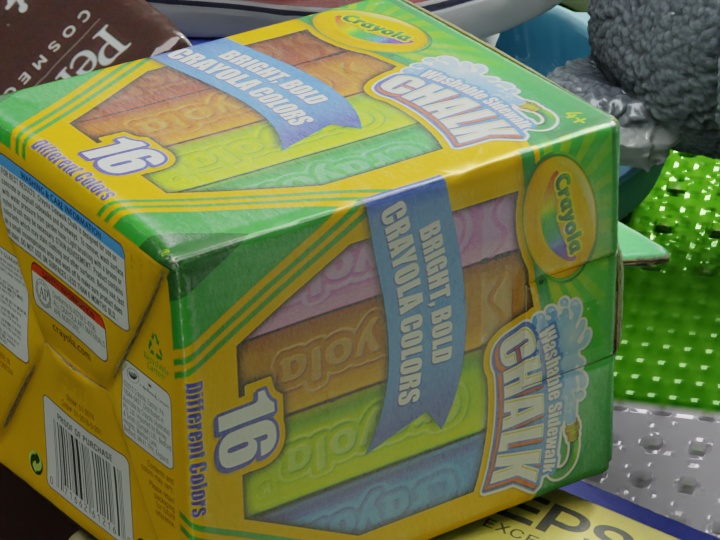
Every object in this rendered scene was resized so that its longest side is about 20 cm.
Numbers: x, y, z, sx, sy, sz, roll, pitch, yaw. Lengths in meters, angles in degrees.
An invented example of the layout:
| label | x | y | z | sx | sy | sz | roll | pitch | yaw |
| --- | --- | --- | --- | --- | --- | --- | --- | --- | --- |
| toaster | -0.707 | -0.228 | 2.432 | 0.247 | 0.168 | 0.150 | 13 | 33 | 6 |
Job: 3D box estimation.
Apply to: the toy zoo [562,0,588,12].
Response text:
| label | x | y | z | sx | sy | sz | roll | pitch | yaw |
| --- | --- | --- | --- | --- | --- | --- | --- | --- | --- |
| toy zoo | 0.160 | -0.168 | 1.187 | 0.131 | 0.020 | 0.200 | 31 | 60 | 35 |

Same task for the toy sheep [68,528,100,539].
| label | x | y | z | sx | sy | sz | roll | pitch | yaw |
| --- | --- | --- | --- | --- | --- | --- | --- | --- | --- |
| toy sheep | -0.056 | 0.162 | 0.842 | 0.200 | 0.138 | 0.138 | 19 | 50 | 2 |

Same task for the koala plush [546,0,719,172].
| label | x | y | z | sx | sy | sz | roll | pitch | yaw |
| --- | --- | --- | --- | --- | --- | --- | --- | --- | --- |
| koala plush | 0.155 | -0.078 | 0.978 | 0.200 | 0.184 | 0.177 | 25 | 79 | 43 |

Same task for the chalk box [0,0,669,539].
| label | x | y | z | sx | sy | sz | roll | pitch | yaw |
| --- | --- | --- | --- | --- | --- | --- | --- | --- | --- |
| chalk box | 0.000 | 0.000 | 0.860 | 0.200 | 0.124 | 0.124 | -19 | 32 | -30 |

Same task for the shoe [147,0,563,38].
| label | x | y | z | sx | sy | sz | roll | pitch | yaw |
| --- | --- | --- | --- | --- | --- | --- | --- | --- | --- |
| shoe | -0.017 | -0.139 | 1.067 | 0.200 | 0.091 | 0.072 | 3 | 40 | 30 |

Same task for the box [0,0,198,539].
| label | x | y | z | sx | sy | sz | roll | pitch | yaw |
| --- | --- | --- | --- | --- | --- | --- | --- | --- | --- |
| box | -0.129 | -0.025 | 0.986 | 0.166 | 0.164 | 0.200 | -48 | 50 | -4 |

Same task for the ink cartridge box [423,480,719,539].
| label | x | y | z | sx | sy | sz | roll | pitch | yaw |
| --- | --- | --- | --- | --- | --- | --- | --- | --- | --- |
| ink cartridge box | 0.105 | 0.126 | 0.829 | 0.197 | 0.047 | 0.200 | 21 | 36 | 17 |

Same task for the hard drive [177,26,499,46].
| label | x | y | z | sx | sy | sz | roll | pitch | yaw |
| --- | --- | --- | --- | --- | --- | --- | --- | --- | --- |
| hard drive | -0.035 | -0.112 | 1.144 | 0.200 | 0.025 | 0.132 | -5 | 36 | 21 |

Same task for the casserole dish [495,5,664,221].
| label | x | y | z | sx | sy | sz | roll | pitch | yaw |
| --- | --- | --- | --- | --- | --- | --- | --- | --- | --- |
| casserole dish | 0.028 | -0.030 | 1.072 | 0.200 | 0.039 | 0.121 | -32 | 48 | -16 |
